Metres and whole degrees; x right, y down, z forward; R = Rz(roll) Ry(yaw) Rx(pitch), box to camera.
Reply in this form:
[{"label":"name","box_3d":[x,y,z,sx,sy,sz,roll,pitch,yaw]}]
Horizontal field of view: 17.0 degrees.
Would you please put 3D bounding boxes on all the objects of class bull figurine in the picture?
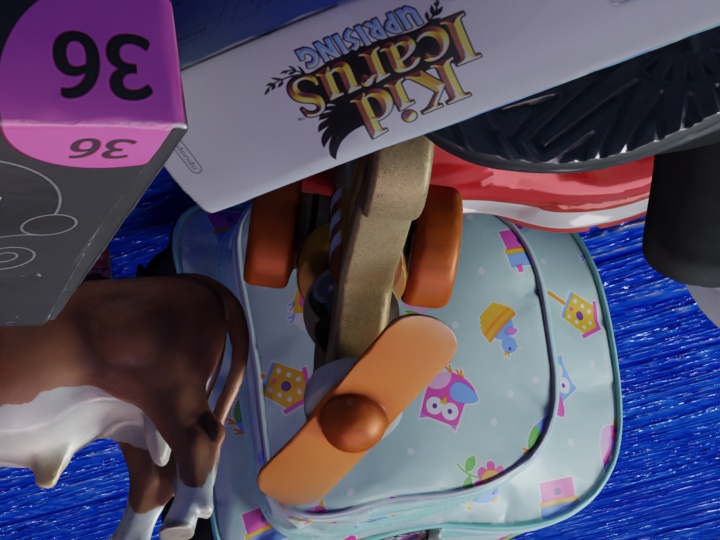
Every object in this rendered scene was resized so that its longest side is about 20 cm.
[{"label":"bull figurine","box_3d":[-0.138,0.051,0.859,0.199,0.122,0.065,-8,155,3]}]

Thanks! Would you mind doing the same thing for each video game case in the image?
[{"label":"video game case","box_3d":[0.047,-0.117,0.585,0.181,0.200,0.045,-20,125,31]}]

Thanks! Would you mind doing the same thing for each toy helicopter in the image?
[{"label":"toy helicopter","box_3d":[0.000,0.000,0.832,0.078,0.133,0.200,8,156,-4]}]

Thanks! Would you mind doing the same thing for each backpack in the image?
[{"label":"backpack","box_3d":[0.016,0.044,1.055,0.199,0.177,0.153,-4,165,-23]}]

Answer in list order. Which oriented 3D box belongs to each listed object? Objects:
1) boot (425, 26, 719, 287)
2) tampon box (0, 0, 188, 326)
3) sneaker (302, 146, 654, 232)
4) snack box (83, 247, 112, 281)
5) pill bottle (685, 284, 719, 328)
[{"label":"boot","box_3d":[0.102,-0.044,0.786,0.164,0.066,0.200,-9,166,5]},{"label":"tampon box","box_3d":[-0.134,-0.100,0.543,0.149,0.201,0.126,-1,160,-21]},{"label":"sneaker","box_3d":[0.052,-0.063,0.911,0.199,0.079,0.116,-13,162,10]},{"label":"snack box","box_3d":[-0.187,0.036,1.136,0.141,0.053,0.200,-6,160,-8]},{"label":"pill bottle","box_3d":[0.195,-0.015,1.025,0.114,0.115,0.200,-15,164,20]}]
